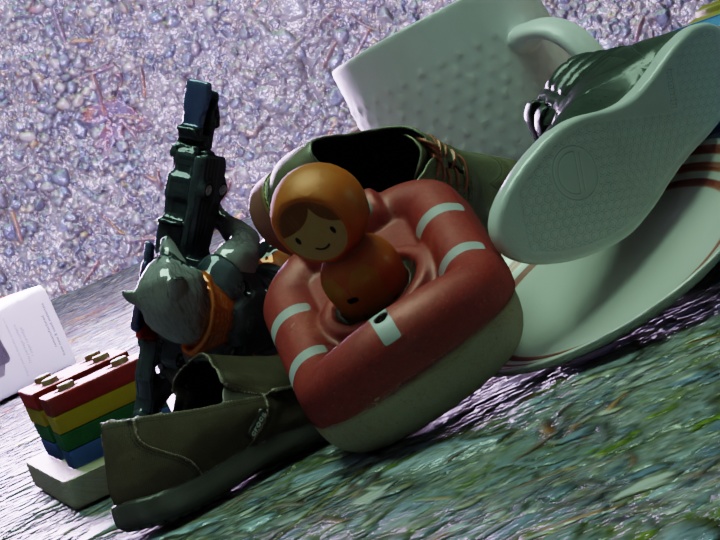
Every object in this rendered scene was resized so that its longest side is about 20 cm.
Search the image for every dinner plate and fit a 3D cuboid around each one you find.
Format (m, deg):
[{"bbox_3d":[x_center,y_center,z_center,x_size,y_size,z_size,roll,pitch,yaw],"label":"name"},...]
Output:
[{"bbox_3d":[0.132,-0.002,1.498,0.200,0.024,0.200,-30,21,13],"label":"dinner plate"}]

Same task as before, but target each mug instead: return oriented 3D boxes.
[{"bbox_3d":[0.100,-0.096,1.857,0.147,0.176,0.200,-29,2,-41],"label":"mug"}]

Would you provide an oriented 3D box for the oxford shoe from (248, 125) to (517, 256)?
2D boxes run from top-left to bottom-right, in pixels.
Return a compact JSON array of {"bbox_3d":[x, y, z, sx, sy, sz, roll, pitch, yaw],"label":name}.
[{"bbox_3d":[0.038,-0.045,1.609,0.199,0.071,0.075,-5,-29,-34],"label":"oxford shoe"}]

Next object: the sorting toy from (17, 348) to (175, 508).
[{"bbox_3d":[-0.120,0.072,1.804,0.198,0.070,0.200,-25,5,-13],"label":"sorting toy"}]

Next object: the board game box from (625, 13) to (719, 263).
[{"bbox_3d":[0.226,-0.084,1.548,0.200,0.037,0.152,-19,49,40],"label":"board game box"}]

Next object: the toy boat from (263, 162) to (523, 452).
[{"bbox_3d":[0.000,0.000,1.467,0.130,0.131,0.200,-35,26,4],"label":"toy boat"}]

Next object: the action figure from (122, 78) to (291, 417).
[{"bbox_3d":[-0.058,-0.006,1.621,0.104,0.201,0.193,15,16,36],"label":"action figure"}]

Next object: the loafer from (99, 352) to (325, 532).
[{"bbox_3d":[-0.063,0.073,1.543,0.073,0.071,0.200,-18,8,47],"label":"loafer"}]

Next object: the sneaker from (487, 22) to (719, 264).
[{"bbox_3d":[0.117,-0.061,1.531,0.200,0.071,0.099,-43,18,-33],"label":"sneaker"}]

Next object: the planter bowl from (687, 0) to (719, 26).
[{"bbox_3d":[0.264,-0.140,1.750,0.200,0.084,0.200,-21,3,1],"label":"planter bowl"}]

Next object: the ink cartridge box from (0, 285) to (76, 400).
[{"bbox_3d":[-0.388,0.097,2.610,0.200,0.084,0.145,-27,7,-29],"label":"ink cartridge box"}]
